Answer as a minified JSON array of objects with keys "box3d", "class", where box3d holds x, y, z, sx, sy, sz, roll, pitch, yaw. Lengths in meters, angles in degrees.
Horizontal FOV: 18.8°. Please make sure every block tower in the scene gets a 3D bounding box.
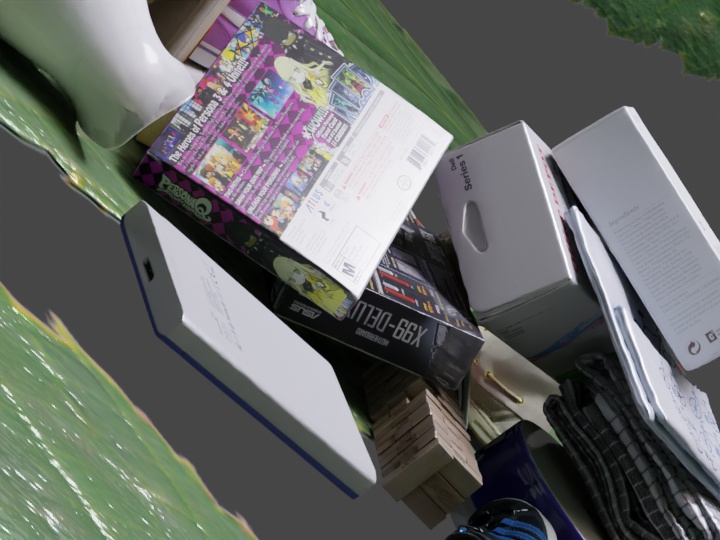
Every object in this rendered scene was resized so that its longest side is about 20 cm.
[{"box3d":[0.044,0.116,1.608,0.058,0.054,0.200,46,12,-18],"class":"block tower"}]

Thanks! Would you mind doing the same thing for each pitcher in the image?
[{"box3d":[-0.206,-0.193,1.475,0.201,0.121,0.171,59,-12,-19],"class":"pitcher"}]

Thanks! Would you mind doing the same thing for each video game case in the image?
[{"box3d":[-0.044,-0.083,1.573,0.181,0.036,0.200,34,46,-4],"class":"video game case"}]

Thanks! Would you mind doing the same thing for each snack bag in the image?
[{"box3d":[0.223,0.066,1.642,0.189,0.021,0.201,43,24,-51],"class":"snack bag"}]

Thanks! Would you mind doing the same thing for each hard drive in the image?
[{"box3d":[-0.072,0.052,1.409,0.200,0.025,0.132,43,14,-37],"class":"hard drive"}]

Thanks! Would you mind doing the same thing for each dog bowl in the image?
[{"box3d":[0.154,0.216,1.672,0.200,0.079,0.200,49,10,-12],"class":"dog bowl"}]

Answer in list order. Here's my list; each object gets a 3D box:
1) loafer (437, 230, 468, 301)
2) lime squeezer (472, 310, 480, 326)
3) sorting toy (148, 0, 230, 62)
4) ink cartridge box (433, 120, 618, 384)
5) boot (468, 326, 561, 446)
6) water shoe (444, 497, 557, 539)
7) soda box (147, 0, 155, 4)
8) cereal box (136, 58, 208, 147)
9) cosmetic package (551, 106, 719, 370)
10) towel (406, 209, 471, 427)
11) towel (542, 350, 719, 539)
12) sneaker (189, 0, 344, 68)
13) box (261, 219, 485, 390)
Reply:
[{"box3d":[0.085,-0.002,1.866,0.200,0.075,0.068,177,-107,-87],"class":"loafer"},{"box3d":[0.114,0.059,1.996,0.038,0.071,0.201,30,-36,26],"class":"lime squeezer"},{"box3d":[-0.124,-0.244,1.664,0.036,0.185,0.200,34,8,-35],"class":"sorting toy"},{"box3d":[0.145,-0.009,1.709,0.200,0.083,0.146,36,35,-58],"class":"ink cartridge box"},{"box3d":[0.133,0.054,1.908,0.072,0.155,0.200,32,19,-55],"class":"boot"},{"box3d":[0.091,0.196,1.494,0.079,0.071,0.200,45,12,-18],"class":"water shoe"},{"box3d":[-0.150,-0.248,1.593,0.064,0.199,0.068,40,37,-37],"class":"soda box"},{"box3d":[-0.091,-0.112,1.680,0.143,0.040,0.200,26,18,-8],"class":"cereal box"},{"box3d":[0.233,-0.027,1.688,0.201,0.074,0.102,59,11,2],"class":"cosmetic package"},{"box3d":[0.046,0.022,1.848,0.145,0.023,0.201,89,-21,-47],"class":"towel"},{"box3d":[0.227,0.170,1.703,0.201,0.085,0.165,58,14,22],"class":"towel"},{"box3d":[-0.042,-0.185,1.705,0.199,0.115,0.073,26,17,-17],"class":"sneaker"},{"box3d":[0.000,0.000,1.661,0.157,0.050,0.200,24,19,-19],"class":"box"}]
